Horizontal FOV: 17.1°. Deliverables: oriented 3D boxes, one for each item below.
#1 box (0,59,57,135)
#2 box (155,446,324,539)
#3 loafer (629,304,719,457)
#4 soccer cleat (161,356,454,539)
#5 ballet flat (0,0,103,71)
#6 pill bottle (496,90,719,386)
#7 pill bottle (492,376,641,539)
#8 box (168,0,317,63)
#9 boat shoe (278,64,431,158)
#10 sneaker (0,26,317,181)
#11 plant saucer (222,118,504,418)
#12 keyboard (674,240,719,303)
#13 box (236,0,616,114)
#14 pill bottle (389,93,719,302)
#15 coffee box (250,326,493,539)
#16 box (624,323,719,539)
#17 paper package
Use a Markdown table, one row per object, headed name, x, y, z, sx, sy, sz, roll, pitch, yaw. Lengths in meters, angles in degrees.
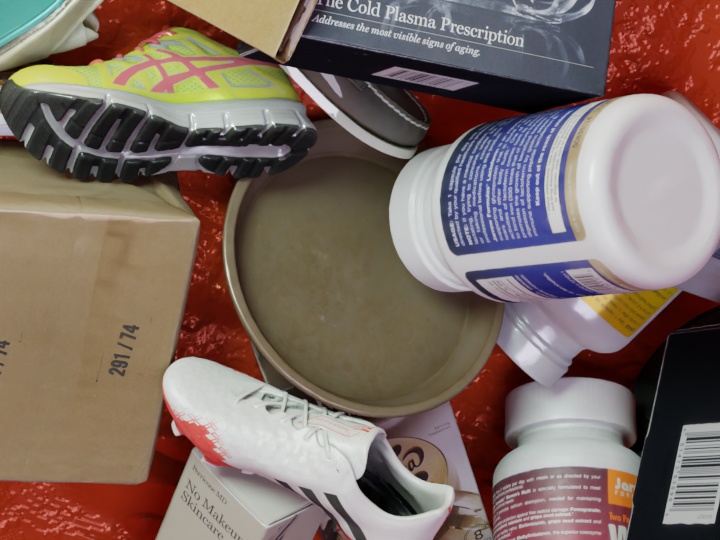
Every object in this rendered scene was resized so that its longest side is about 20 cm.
| name | x | y | z | sx | sy | sz | roll | pitch | yaw |
| --- | --- | --- | --- | --- | --- | --- | --- | --- | --- |
| box | -0.282 | -0.106 | 1.453 | 0.200 | 0.039 | 0.041 | 0 | 114 | -16 |
| box | -0.092 | 0.197 | 1.600 | 0.068 | 0.082 | 0.200 | -24 | 148 | -42 |
| loafer | 0.228 | 0.100 | 1.697 | 0.063 | 0.072 | 0.200 | 22 | 117 | -45 |
| soccer cleat | -0.031 | 0.109 | 1.495 | 0.200 | 0.069 | 0.085 | 37 | 138 | -9 |
| ballet flat | -0.163 | -0.174 | 1.440 | 0.200 | 0.069 | 0.069 | -41 | 120 | 8 |
| pill bottle | 0.171 | -0.017 | 1.589 | 0.200 | 0.104 | 0.104 | -45 | 119 | 9 |
| pill bottle | 0.144 | 0.180 | 1.624 | 0.109 | 0.200 | 0.110 | 1 | 157 | 1 |
| box | -0.086 | -0.231 | 1.354 | 0.021 | 0.200 | 0.164 | 7 | 110 | -61 |
| boat shoe | -0.023 | -0.146 | 1.486 | 0.202 | 0.072 | 0.060 | 39 | 106 | -25 |
| sneaker | -0.128 | -0.109 | 1.467 | 0.200 | 0.090 | 0.078 | 4 | 148 | -30 |
| plant saucer | 0.000 | 0.000 | 1.529 | 0.200 | 0.200 | 0.029 | 16 | 155 | -23 |
| keyboard | 0.231 | -0.007 | 1.557 | 0.056 | 0.011 | 0.200 | -54 | 147 | 14 |
| box | 0.046 | -0.202 | 1.415 | 0.200 | 0.104 | 0.182 | 9 | 84 | -20 |
| pill bottle | 0.115 | -0.040 | 1.460 | 0.116 | 0.200 | 0.116 | 4 | 84 | -38 |
| coffee box | 0.011 | 0.124 | 1.632 | 0.113 | 0.080 | 0.200 | -21 | 121 | -3 |
| box | 0.292 | 0.158 | 1.572 | 0.197 | 0.124 | 0.200 | 23 | 71 | -31 |
| paper package | -0.210 | 0.028 | 1.508 | 0.190 | 0.103 | 0.200 | 3 | 115 | -19 |
